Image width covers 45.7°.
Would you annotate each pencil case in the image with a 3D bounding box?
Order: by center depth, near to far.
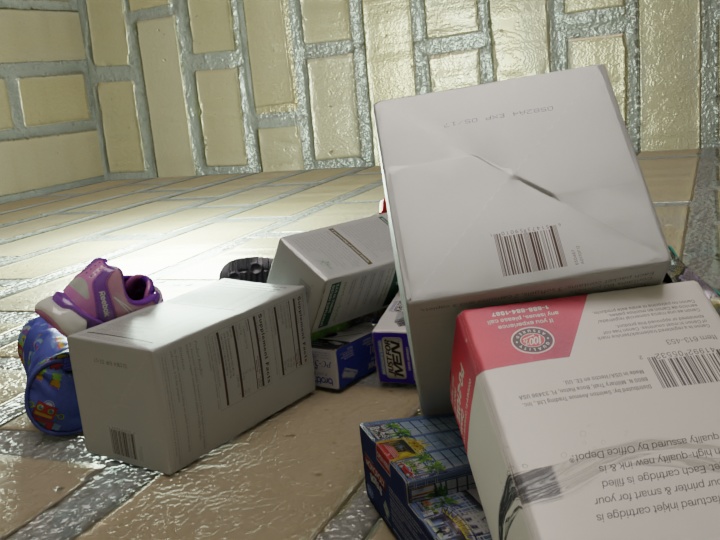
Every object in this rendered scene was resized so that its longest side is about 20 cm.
[{"bbox_3d":[-0.305,0.098,0.871,0.078,0.087,0.200,7,8,-25],"label":"pencil case"}]

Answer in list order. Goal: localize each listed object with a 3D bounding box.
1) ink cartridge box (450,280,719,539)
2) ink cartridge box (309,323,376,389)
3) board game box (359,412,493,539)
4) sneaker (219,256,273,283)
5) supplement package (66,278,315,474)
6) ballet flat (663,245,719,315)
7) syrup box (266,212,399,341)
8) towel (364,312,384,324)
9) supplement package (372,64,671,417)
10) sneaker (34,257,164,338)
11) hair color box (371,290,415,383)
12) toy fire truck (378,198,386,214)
[{"bbox_3d":[0.139,0.110,0.433,0.144,0.085,0.201,-7,44,-6],"label":"ink cartridge box"},{"bbox_3d":[-0.078,0.083,0.927,0.199,0.044,0.094,3,14,35],"label":"ink cartridge box"},{"bbox_3d":[0.123,0.140,0.551,0.199,0.062,0.200,-10,13,-15],"label":"board game box"},{"bbox_3d":[-0.076,0.034,1.045,0.199,0.071,0.082,10,-23,-11],"label":"sneaker"},{"bbox_3d":[-0.146,0.087,0.787,0.113,0.110,0.200,5,17,35],"label":"supplement package"},{"bbox_3d":[0.317,0.022,0.883,0.072,0.072,0.200,-5,17,3],"label":"ballet flat"},{"bbox_3d":[0.000,0.000,0.920,0.199,0.079,0.081,-15,46,-44],"label":"syrup box"},{"bbox_3d":[0.016,0.022,0.994,0.199,0.024,0.145,10,32,-16],"label":"towel"},{"bbox_3d":[0.100,-0.007,0.587,0.151,0.151,0.200,-9,-30,2],"label":"supplement package"},{"bbox_3d":[-0.220,0.053,0.840,0.080,0.089,0.200,26,-13,33],"label":"sneaker"},{"bbox_3d":[0.123,0.064,0.848,0.199,0.065,0.109,2,24,20],"label":"hair color box"},{"bbox_3d":[0.121,-0.053,1.250,0.167,0.113,0.200,6,-13,-18],"label":"toy fire truck"}]
